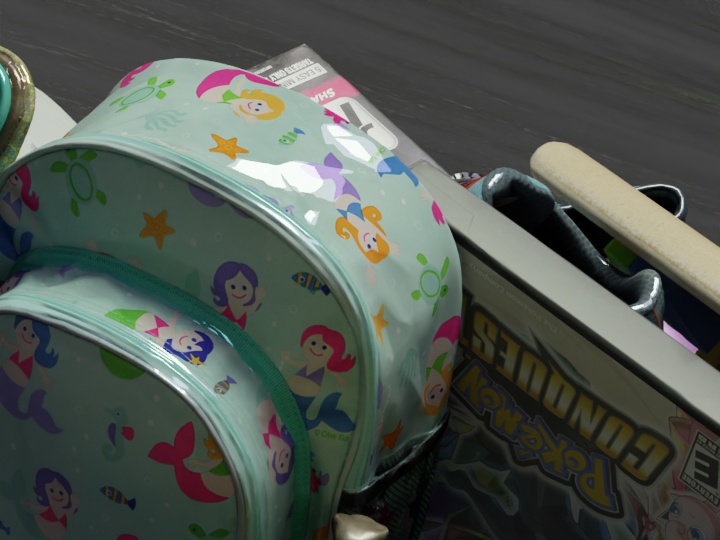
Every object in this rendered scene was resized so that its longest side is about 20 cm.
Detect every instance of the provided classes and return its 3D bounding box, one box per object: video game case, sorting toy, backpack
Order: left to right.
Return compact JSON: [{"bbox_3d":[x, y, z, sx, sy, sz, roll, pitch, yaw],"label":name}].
[{"bbox_3d":[-0.060,0.034,1.070,0.177,0.201,0.150,28,34,18],"label":"backpack"},{"bbox_3d":[0.072,0.083,1.096,0.200,0.181,0.025,37,47,21],"label":"video game case"},{"bbox_3d":[0.164,0.041,1.162,0.200,0.037,0.185,40,0,-37],"label":"sorting toy"}]

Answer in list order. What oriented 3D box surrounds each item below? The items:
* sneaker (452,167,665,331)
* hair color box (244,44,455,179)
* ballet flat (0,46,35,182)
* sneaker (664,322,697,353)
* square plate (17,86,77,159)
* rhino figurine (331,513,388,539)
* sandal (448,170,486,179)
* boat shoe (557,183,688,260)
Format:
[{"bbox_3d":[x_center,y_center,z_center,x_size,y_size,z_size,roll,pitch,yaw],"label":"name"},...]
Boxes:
[{"bbox_3d":[0.042,-0.011,1.142,0.199,0.096,0.079,32,47,25],"label":"sneaker"},{"bbox_3d":[0.000,0.000,1.237,0.100,0.061,0.200,-28,57,-30],"label":"hair color box"},{"bbox_3d":[-0.186,-0.013,1.094,0.071,0.200,0.071,49,17,-21],"label":"ballet flat"},{"bbox_3d":[0.143,0.085,1.405,0.114,0.073,0.201,43,-10,13],"label":"sneaker"},{"bbox_3d":[-0.105,-0.002,1.280,0.198,0.028,0.200,47,12,-21],"label":"square plate"},{"bbox_3d":[0.002,0.131,1.022,0.060,0.088,0.200,25,14,29],"label":"rhino figurine"},{"bbox_3d":[0.019,0.032,1.394,0.075,0.048,0.200,38,49,6],"label":"sandal"},{"bbox_3d":[0.063,-0.004,1.363,0.199,0.069,0.084,-25,65,-36],"label":"boat shoe"}]
